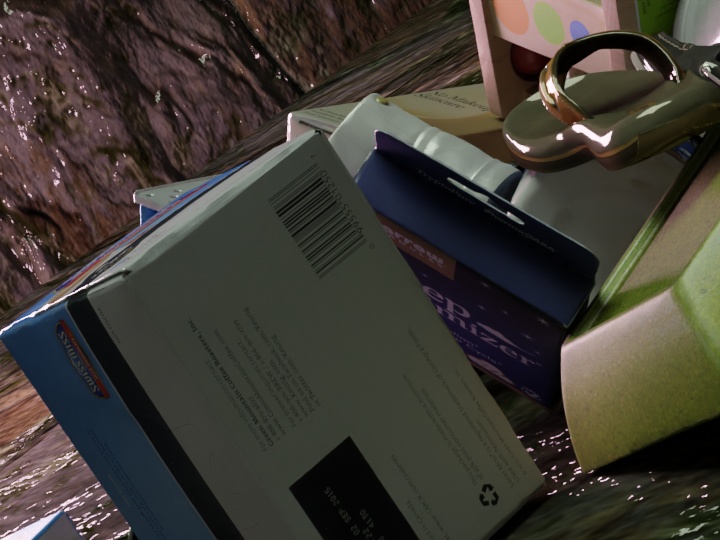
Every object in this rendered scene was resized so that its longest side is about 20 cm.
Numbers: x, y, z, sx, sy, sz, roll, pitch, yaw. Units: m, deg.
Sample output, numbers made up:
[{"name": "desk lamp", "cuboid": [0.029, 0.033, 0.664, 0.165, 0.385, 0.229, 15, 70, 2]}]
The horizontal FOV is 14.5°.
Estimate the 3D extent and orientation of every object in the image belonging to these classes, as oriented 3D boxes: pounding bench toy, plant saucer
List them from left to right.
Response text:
[{"name": "pounding bench toy", "cuboid": [0.180, -0.170, 1.681, 0.200, 0.125, 0.156, -29, 35, -26]}, {"name": "plant saucer", "cuboid": [0.163, -0.017, 1.230, 0.200, 0.048, 0.200, -54, 5, -19]}]

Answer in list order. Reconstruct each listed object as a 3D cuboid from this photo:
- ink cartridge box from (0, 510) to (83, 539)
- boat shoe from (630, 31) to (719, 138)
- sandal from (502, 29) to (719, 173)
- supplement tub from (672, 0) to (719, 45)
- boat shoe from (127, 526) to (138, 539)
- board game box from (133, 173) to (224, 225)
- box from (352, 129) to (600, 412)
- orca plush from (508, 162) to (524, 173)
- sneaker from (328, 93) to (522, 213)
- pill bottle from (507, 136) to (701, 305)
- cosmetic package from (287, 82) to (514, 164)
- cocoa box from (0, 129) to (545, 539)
[{"name": "ink cartridge box", "cuboid": [-0.245, 0.221, 1.609, 0.200, 0.068, 0.115, -27, 10, 35]}, {"name": "boat shoe", "cuboid": [0.202, -0.077, 1.424, 0.057, 0.067, 0.200, -52, 35, 14]}, {"name": "sandal", "cuboid": [0.116, -0.085, 1.341, 0.080, 0.054, 0.200, -29, 9, -9]}, {"name": "supplement tub", "cuboid": [0.258, -0.127, 1.499, 0.132, 0.132, 0.200, -35, 8, -12]}, {"name": "boat shoe", "cuboid": [-0.088, 0.142, 1.501, 0.072, 0.060, 0.202, -35, 9, -7]}, {"name": "board game box", "cuboid": [-0.007, -0.029, 1.781, 0.200, 0.026, 0.200, -12, 23, -41]}, {"name": "box", "cuboid": [0.050, 0.003, 1.340, 0.032, 0.121, 0.200, -56, -10, -15]}, {"name": "orca plush", "cuboid": [0.137, -0.023, 1.693, 0.200, 0.071, 0.105, -26, -39, -20]}, {"name": "sneaker", "cuboid": [0.000, 0.000, 1.551, 0.074, 0.115, 0.200, -28, -33, -60]}, {"name": "pill bottle", "cuboid": [0.139, -0.037, 1.491, 0.111, 0.111, 0.200, -31, 9, 17]}, {"name": "cosmetic package", "cuboid": [0.061, -0.067, 1.745, 0.200, 0.071, 0.105, -12, 22, -40]}, {"name": "cocoa box", "cuboid": [-0.041, 0.063, 1.295, 0.133, 0.200, 0.131, -39, 9, -33]}]
